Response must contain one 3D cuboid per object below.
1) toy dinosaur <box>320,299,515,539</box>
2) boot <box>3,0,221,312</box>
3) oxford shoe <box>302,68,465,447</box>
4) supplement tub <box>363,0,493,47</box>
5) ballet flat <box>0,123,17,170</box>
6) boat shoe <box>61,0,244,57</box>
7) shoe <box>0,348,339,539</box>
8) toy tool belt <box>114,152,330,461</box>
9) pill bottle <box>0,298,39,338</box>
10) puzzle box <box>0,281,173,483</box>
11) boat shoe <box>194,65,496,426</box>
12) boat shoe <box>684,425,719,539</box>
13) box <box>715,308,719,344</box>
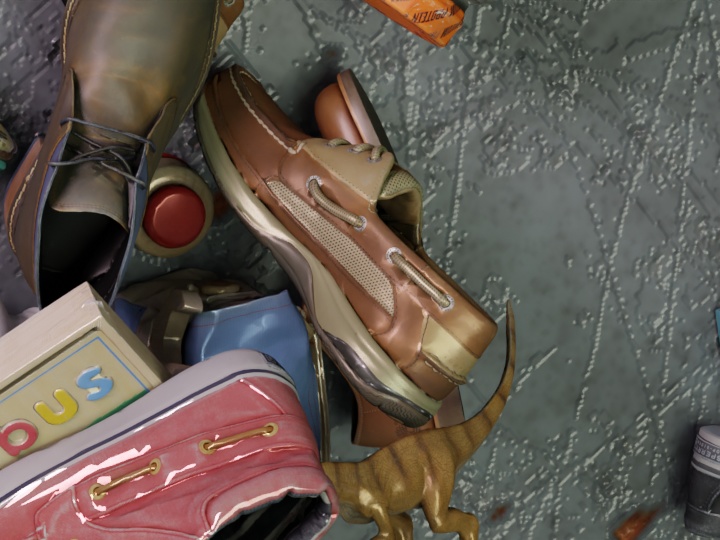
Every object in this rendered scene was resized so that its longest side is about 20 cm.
[{"bbox_3d":[0.031,0.097,1.373,0.200,0.060,0.107,-23,114,-43],"label":"toy dinosaur"},{"bbox_3d":[-0.102,-0.064,1.277,0.075,0.097,0.200,13,120,-19],"label":"boot"},{"bbox_3d":[0.000,0.000,1.428,0.071,0.071,0.201,-12,108,3],"label":"oxford shoe"},{"bbox_3d":[0.054,-0.213,1.350,0.122,0.123,0.200,34,91,-29],"label":"supplement tub"},{"bbox_3d":[-0.240,-0.095,1.288,0.200,0.072,0.072,12,101,-28],"label":"ballet flat"},{"bbox_3d":[-0.123,-0.169,1.318,0.074,0.076,0.200,-44,127,-11],"label":"boat shoe"},{"bbox_3d":[-0.104,0.120,1.246,0.200,0.091,0.072,-32,133,4],"label":"shoe"},{"bbox_3d":[-0.067,0.051,1.380,0.125,0.123,0.201,-15,112,-20],"label":"toy tool belt"},{"bbox_3d":[-0.227,0.048,1.312,0.200,0.116,0.116,13,101,-28],"label":"pill bottle"},{"bbox_3d":[-0.165,0.102,1.285,0.200,0.025,0.133,-34,133,6],"label":"puzzle box"},{"bbox_3d":[-0.003,-0.021,1.342,0.074,0.200,0.076,-40,154,11],"label":"boat shoe"},{"bbox_3d":[0.270,0.130,1.587,0.199,0.072,0.068,7,102,-23],"label":"boat shoe"},{"bbox_3d":[0.299,0.023,1.560,0.200,0.082,0.049,-18,112,-18],"label":"box"}]
